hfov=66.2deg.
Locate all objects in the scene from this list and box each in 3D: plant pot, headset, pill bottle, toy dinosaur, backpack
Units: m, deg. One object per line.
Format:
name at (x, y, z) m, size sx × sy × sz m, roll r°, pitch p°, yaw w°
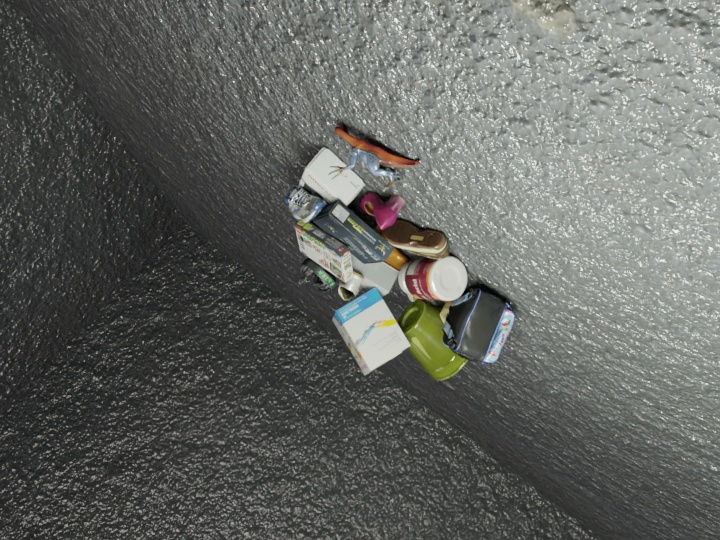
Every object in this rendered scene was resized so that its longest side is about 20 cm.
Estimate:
plant pot at (0.217, 0.199, 1.699) m, size 0.192 × 0.202 × 0.200 m, roll 39°, pitch 165°, yaw -19°
headset at (-0.140, 0.020, 1.680) m, size 0.124 × 0.094 × 0.200 m, roll 45°, pitch 173°, yaw -19°
pill bottle at (0.187, 0.021, 1.482) m, size 0.114 × 0.115 × 0.200 m, roll 44°, pitch 164°, yaw -16°
toy dinosaur at (0.023, -0.267, 1.229) m, size 0.199 × 0.105 × 0.182 m, roll -33°, pitch 95°, yaw 35°
backpack at (0.296, 0.140, 1.453) m, size 0.133 × 0.185 × 0.200 m, roll 23°, pitch 178°, yaw -4°

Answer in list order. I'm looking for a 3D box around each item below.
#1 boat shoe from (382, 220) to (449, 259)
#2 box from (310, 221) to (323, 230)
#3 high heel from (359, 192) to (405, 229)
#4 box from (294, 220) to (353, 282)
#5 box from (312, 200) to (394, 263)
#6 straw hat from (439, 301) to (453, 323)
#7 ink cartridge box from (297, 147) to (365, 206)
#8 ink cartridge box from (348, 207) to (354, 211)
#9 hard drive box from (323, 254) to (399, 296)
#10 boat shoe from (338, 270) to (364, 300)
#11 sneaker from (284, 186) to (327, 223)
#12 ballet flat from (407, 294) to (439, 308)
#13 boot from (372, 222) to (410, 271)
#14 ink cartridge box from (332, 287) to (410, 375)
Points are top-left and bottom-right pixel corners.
boat shoe at (0.142, -0.070, 1.421) m, size 0.201 × 0.075 × 0.075 m, roll 24°, pitch 164°, yaw 44°
box at (-0.134, -0.101, 1.668) m, size 0.122 × 0.032 × 0.200 m, roll 53°, pitch 168°, yaw -7°
high heel at (0.034, -0.144, 1.419) m, size 0.067 × 0.096 × 0.199 m, roll 48°, pitch 162°, yaw -29°
box at (-0.104, -0.058, 1.555) m, size 0.199 × 0.035 × 0.111 m, roll 34°, pitch 147°, yaw 33°
box at (-0.023, -0.098, 1.478) m, size 0.200 × 0.051 × 0.157 m, roll 40°, pitch 166°, yaw -16°
straw hat at (0.282, 0.130, 1.607) m, size 0.200 × 0.085 × 0.201 m, roll 37°, pitch 164°, yaw 12°
ink cartridge box at (-0.086, -0.225, 1.500) m, size 0.145 × 0.084 × 0.200 m, roll 41°, pitch 164°, yaw -4°
ink cartridge box at (-0.106, -0.162, 1.717) m, size 0.199 × 0.084 × 0.176 m, roll 34°, pitch 165°, yaw 20°
hard drive box at (0.000, 0.000, 1.678) m, size 0.199 × 0.077 × 0.156 m, roll 32°, pitch 164°, yaw -5°
boat shoe at (-0.038, 0.056, 1.646) m, size 0.070 × 0.070 × 0.200 m, roll 27°, pitch 164°, yaw 4°
sneaker at (-0.160, -0.182, 1.497) m, size 0.085 × 0.077 × 0.199 m, roll 49°, pitch 163°, yaw -20°
ballet flat at (0.184, 0.081, 1.743) m, size 0.075 × 0.064 × 0.200 m, roll 23°, pitch 157°, yaw 48°
boot at (0.085, -0.062, 1.602) m, size 0.143 × 0.071 × 0.201 m, roll 33°, pitch 167°, yaw 4°
ink cartridge box at (0.029, 0.184, 1.643) m, size 0.201 × 0.144 × 0.147 m, roll 58°, pitch 166°, yaw 10°
